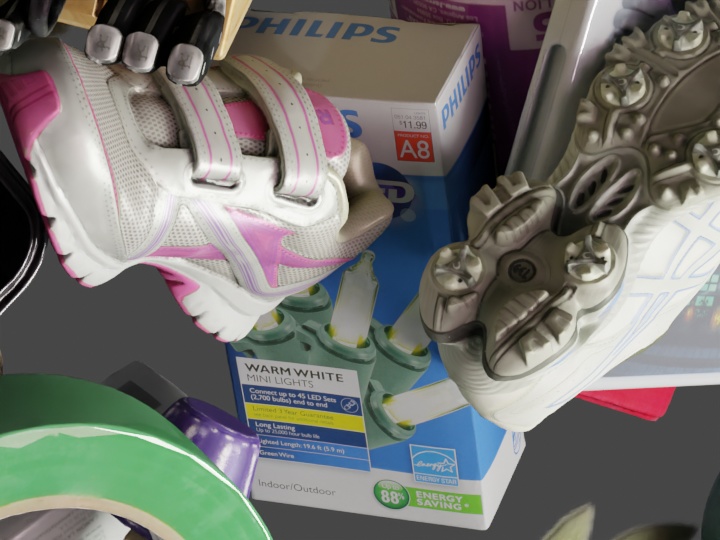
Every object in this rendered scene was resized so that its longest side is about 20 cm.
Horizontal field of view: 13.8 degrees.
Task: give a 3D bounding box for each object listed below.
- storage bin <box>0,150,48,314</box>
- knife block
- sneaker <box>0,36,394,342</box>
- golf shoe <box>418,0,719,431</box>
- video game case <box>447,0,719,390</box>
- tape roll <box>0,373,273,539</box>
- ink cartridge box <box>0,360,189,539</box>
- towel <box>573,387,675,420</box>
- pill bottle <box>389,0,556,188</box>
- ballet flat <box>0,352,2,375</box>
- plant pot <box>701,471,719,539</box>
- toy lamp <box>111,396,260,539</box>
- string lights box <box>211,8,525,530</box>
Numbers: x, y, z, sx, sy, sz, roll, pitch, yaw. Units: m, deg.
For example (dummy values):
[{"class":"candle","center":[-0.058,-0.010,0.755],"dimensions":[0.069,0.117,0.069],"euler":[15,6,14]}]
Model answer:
[{"class":"storage bin","center":[-0.217,0.004,0.956],"dimensions":[0.200,0.094,0.135],"euler":[-46,137,-12]},{"class":"knife block","center":[-0.056,-0.110,0.978],"dimensions":[0.200,0.176,0.064],"euler":[-3,116,-42]},{"class":"sneaker","center":[-0.054,-0.041,1.007],"dimensions":[0.088,0.081,0.200],"euler":[-28,160,16]},{"class":"golf shoe","center":[0.104,-0.022,1.075],"dimensions":[0.200,0.078,0.097],"euler":[-39,151,-14]},{"class":"video game case","center":[0.131,-0.040,1.144],"dimensions":[0.200,0.023,0.182],"euler":[-1,113,-45]},{"class":"tape roll","center":[-0.122,0.136,1.030],"dimensions":[0.200,0.048,0.201],"euler":[-12,117,-25]},{"class":"ink cartridge box","center":[-0.115,0.155,1.179],"dimensions":[0.160,0.047,0.200],"euler":[-36,136,-23]},{"class":"towel","center":[0.134,-0.032,1.318],"dimensions":[0.145,0.022,0.200],"euler":[19,99,-48]},{"class":"pill bottle","center":[0.072,-0.071,1.170],"dimensions":[0.112,0.112,0.200],"euler":[-32,132,-26]},{"class":"ballet flat","center":[-0.200,0.084,1.037],"dimensions":[0.200,0.067,0.068],"euler":[-51,138,-8]},{"class":"plant pot","center":[0.244,0.136,1.436],"dimensions":[0.200,0.135,0.200],"euler":[-23,128,-32]},{"class":"toy lamp","center":[-0.099,0.141,1.110],"dimensions":[0.058,0.058,0.200],"euler":[23,100,-48]},{"class":"string lights box","center":[0.000,0.000,1.142],"dimensions":[0.059,0.103,0.200],"euler":[-62,151,-48]}]
